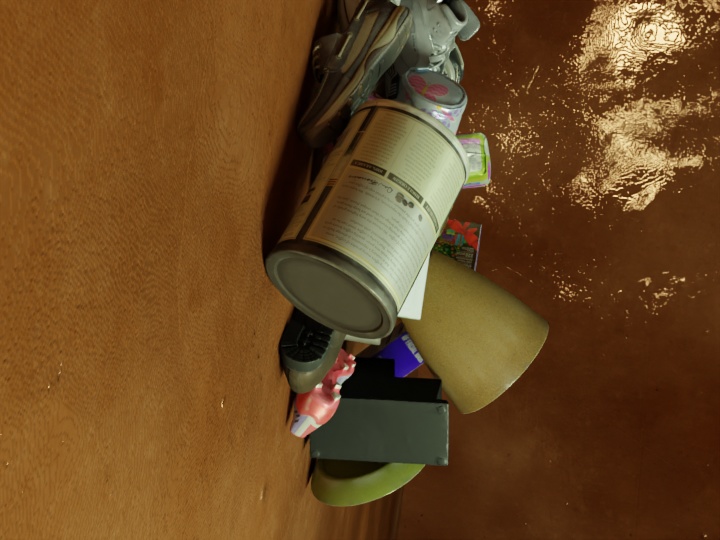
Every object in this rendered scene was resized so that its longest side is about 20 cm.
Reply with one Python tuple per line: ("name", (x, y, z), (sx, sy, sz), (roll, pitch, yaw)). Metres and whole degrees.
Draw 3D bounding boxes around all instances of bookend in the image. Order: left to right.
("bookend", (0.039, 0.198, 1.478), (0.200, 0.195, 0.094), (-56, 146, -74))

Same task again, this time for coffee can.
("coffee can", (0.011, -0.053, 1.045), (0.202, 0.145, 0.147), (-61, 164, -25))

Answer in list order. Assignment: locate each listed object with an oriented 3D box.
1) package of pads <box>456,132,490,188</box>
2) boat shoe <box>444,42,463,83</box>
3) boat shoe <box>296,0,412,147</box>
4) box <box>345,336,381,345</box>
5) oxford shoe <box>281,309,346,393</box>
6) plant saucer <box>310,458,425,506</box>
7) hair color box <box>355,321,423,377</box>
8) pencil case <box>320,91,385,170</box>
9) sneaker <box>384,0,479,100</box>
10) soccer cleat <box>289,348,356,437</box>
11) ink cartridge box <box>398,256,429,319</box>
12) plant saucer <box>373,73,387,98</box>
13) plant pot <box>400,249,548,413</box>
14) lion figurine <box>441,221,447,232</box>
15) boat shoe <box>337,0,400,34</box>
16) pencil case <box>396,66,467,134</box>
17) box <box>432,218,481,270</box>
("package of pads", (0.100, -0.162, 1.545), (0.154, 0.196, 0.069), (14, 73, -81))
("boat shoe", (0.070, -0.323, 1.308), (0.201, 0.074, 0.060), (56, 36, -2))
("boat shoe", (-0.018, -0.220, 1.105), (0.201, 0.073, 0.075), (-56, 170, -23))
("box", (0.007, -0.002, 1.488), (0.095, 0.076, 0.203), (74, 25, -69))
("oxford shoe", (-0.047, 0.069, 1.232), (0.201, 0.072, 0.085), (-56, 159, -45))
("plant saucer", (0.012, 0.274, 1.501), (0.200, 0.197, 0.031), (-66, 135, -63))
("hair color box", (0.059, 0.135, 1.641), (0.199, 0.065, 0.109), (-39, -176, 16))
("pencil case", (-0.015, -0.111, 1.187), (0.087, 0.081, 0.204), (-114, -149, -80))
("sneaker", (0.087, -0.257, 1.230), (0.075, 0.114, 0.203), (-22, 103, -45))
("soccer cleat", (-0.054, 0.150, 1.331), (0.077, 0.066, 0.200), (-51, -173, 16))
("ink cartridge box", (0.000, 0.000, 1.353), (0.198, 0.059, 0.106), (12, 86, -39))
("plant saucer", (0.025, -0.171, 1.307), (0.199, 0.029, 0.203), (-34, 134, -44))
("plant pot", (0.141, 0.074, 1.483), (0.186, 0.200, 0.187), (-45, -172, 8))
("lion figurine", (0.096, -0.098, 1.440), (0.123, 0.072, 0.201), (-59, 172, -28))
("boat shoe", (0.018, -0.342, 1.178), (0.067, 0.073, 0.203), (-30, -126, 55))
("pencil case", (0.061, -0.142, 1.219), (0.091, 0.082, 0.202), (61, -38, 41))
("box", (0.086, -0.020, 1.599), (0.039, 0.196, 0.139), (37, 62, -83))
